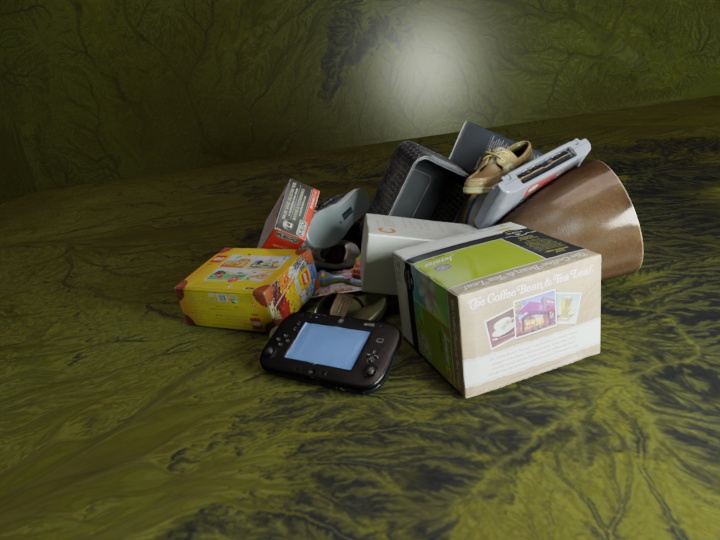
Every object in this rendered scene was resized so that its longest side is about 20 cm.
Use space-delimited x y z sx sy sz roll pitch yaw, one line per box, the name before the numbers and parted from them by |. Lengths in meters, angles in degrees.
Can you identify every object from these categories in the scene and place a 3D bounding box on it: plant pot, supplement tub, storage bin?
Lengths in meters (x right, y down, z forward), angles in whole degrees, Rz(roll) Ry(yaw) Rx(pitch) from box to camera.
plant pot | 0.307 -0.049 0.884 0.196 0.190 0.188 -21 19 5
supplement tub | 0.224 -0.107 1.083 0.142 0.148 0.199 -15 21 -20
storage bin | 0.100 -0.114 1.014 0.133 0.203 0.094 17 22 -26

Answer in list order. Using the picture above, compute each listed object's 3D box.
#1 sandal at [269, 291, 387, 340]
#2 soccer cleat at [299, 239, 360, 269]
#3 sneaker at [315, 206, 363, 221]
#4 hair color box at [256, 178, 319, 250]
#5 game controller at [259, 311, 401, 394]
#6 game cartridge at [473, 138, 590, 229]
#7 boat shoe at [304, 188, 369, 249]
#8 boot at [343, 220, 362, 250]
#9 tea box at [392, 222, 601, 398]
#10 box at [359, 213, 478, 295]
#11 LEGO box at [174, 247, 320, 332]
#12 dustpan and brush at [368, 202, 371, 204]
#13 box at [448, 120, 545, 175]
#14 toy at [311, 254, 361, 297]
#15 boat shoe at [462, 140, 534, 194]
sandal | -0.045 0.068 0.843 0.197 0.059 0.079 -17 21 -23
soccer cleat | -0.098 -0.038 1.115 0.195 0.072 0.086 -1 -3 16
sneaker | -0.069 -0.107 1.249 0.076 0.080 0.198 18 32 35
hair color box | -0.143 -0.076 1.028 0.060 0.104 0.200 20 -23 -15
game controller | -0.041 0.104 0.734 0.196 0.042 0.106 5 55 31
game cartridge | 0.284 -0.136 0.923 0.197 0.041 0.134 -28 -17 -20
boat shoe | -0.067 -0.097 1.101 0.090 0.072 0.200 -8 23 42
boot | 0.059 -0.082 1.176 0.207 0.081 0.157 -10 10 28
tea box | 0.171 0.038 0.724 0.195 0.137 0.197 -14 19 -15
box | 0.100 -0.023 0.911 0.194 0.100 0.125 6 19 -4
LEGO box | -0.193 0.028 0.955 0.196 0.079 0.149 2 30 28
dustpan and brush | 0.077 -0.155 1.153 0.199 0.057 0.140 -39 16 10
box | 0.284 -0.206 1.193 0.196 0.109 0.149 24 -13 6
toy | 0.000 0.000 1.028 0.195 0.048 0.116 -10 21 -3
boat shoe | 0.239 -0.179 0.956 0.073 0.068 0.198 9 26 40
